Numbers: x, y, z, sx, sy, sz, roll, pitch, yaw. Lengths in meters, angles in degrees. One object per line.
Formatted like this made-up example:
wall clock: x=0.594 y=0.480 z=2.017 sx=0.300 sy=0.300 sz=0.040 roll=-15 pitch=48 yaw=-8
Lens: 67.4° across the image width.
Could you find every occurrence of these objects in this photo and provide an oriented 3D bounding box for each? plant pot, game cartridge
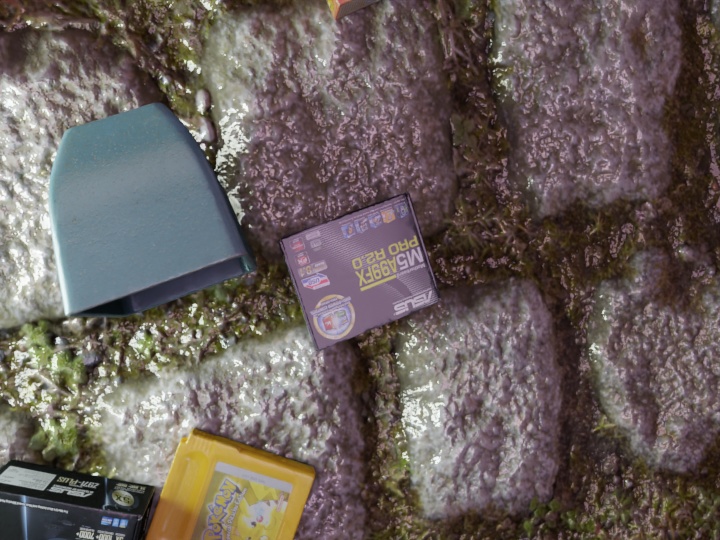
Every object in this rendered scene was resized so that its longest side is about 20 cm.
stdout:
plant pot: x=-0.248 y=-0.074 z=0.645 sx=0.191 sy=0.196 sz=0.206 roll=-18 pitch=88 yaw=-8
game cartridge: x=-0.182 y=0.335 z=0.754 sx=0.195 sy=0.032 sz=0.181 roll=20 pitch=89 yaw=-12

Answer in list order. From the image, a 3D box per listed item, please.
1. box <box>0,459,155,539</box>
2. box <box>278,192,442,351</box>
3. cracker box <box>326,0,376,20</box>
box: x=-0.385 y=0.355 z=0.689 sx=0.194 sy=0.086 sz=0.169 roll=16 pitch=91 yaw=-11
box: x=0.000 y=0.000 z=0.763 sx=0.195 sy=0.044 sz=0.165 roll=-20 pitch=96 yaw=-9
cracker box: x=0.027 y=-0.454 z=0.737 sx=0.196 sy=0.058 sz=0.137 roll=-26 pitch=98 yaw=-7
